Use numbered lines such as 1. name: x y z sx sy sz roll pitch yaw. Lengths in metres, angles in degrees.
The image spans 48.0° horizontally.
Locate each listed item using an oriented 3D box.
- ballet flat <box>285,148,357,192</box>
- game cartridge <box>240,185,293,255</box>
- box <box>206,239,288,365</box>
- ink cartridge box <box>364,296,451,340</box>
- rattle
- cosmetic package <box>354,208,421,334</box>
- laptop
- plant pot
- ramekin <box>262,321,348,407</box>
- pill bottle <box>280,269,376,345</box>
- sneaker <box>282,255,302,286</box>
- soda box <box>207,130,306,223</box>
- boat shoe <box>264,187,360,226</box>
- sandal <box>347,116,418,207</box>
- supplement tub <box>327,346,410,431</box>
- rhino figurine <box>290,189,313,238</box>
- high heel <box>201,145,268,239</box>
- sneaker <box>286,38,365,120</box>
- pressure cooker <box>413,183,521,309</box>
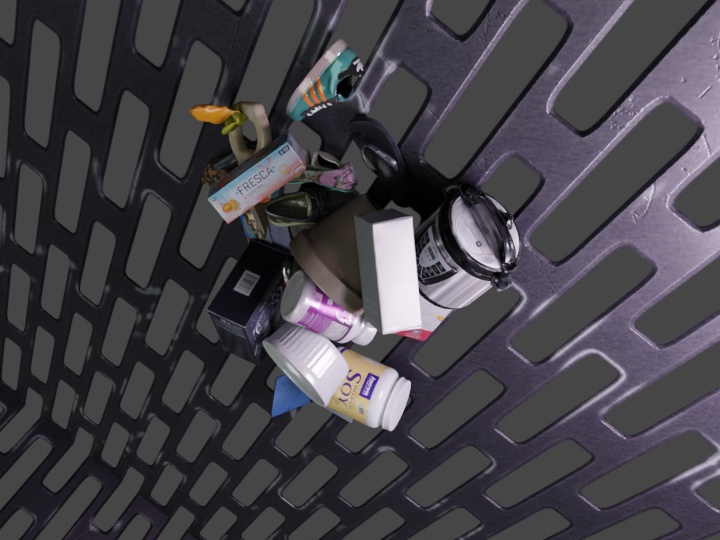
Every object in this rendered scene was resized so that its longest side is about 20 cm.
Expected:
1. ballet flat: -0.091 -0.202 1.593 0.196 0.069 0.073 11 116 31
2. game cartridge: -0.208 -0.108 1.787 0.127 0.039 0.203 9 133 23
3. box: -0.236 0.074 1.820 0.102 0.203 0.184 21 152 16
4. ink cartridge box: 0.107 0.047 1.626 0.144 0.087 0.201 16 141 -16
5. rattle: -0.242 -0.223 1.581 0.127 0.142 0.206 8 108 29
6. cosmetic package: 0.048 -0.001 1.445 0.107 0.088 0.206 -143 48 -67
7. laptop: -0.112 0.333 2.066 0.197 0.117 0.189 27 140 11
8. plant pot: -0.012 -0.045 1.556 0.200 0.200 0.174 43 100 -8
9. ramekin: -0.116 0.195 1.785 0.200 0.098 0.201 41 164 14
10. pill bottle: -0.061 0.084 1.696 0.197 0.115 0.112 24 146 -26
11. sneaker: -0.101 0.027 1.794 0.078 0.075 0.200 -9 144 30
12. soda box: -0.199 -0.179 1.556 0.198 0.064 0.069 -33 117 13
13. boat shoe: -0.096 -0.126 1.603 0.195 0.066 0.074 -7 88 8
14. sandal: 0.044 -0.200 1.508 0.075 0.043 0.202 -17 117 44
15. supplement tub: 0.006 0.281 1.909 0.196 0.146 0.148 21 138 18
16. rhino figurine: -0.111 -0.089 1.714 0.086 0.060 0.203 19 138 14
17. high heel: -0.265 -0.145 1.707 0.140 0.071 0.205 -21 80 32
18. sneaker: -0.064 -0.321 1.452 0.080 0.072 0.200 45 138 -4
19. pressure cooker: 0.190 -0.047 1.451 0.173 0.182 0.200 29 142 -16
